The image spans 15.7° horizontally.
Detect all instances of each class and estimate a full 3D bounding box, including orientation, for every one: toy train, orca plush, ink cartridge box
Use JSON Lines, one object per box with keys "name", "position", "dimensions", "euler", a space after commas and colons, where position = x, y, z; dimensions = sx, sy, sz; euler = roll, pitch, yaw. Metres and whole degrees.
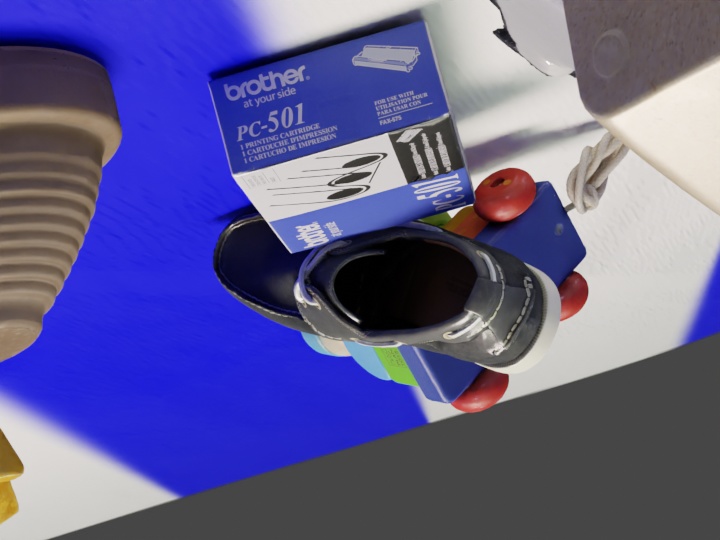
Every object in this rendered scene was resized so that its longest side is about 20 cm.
{"name": "toy train", "position": [0.063, -0.018, 1.371], "dimensions": [0.116, 0.085, 0.200], "euler": [8, -134, 48]}
{"name": "orca plush", "position": [0.095, -0.106, 0.955], "dimensions": [0.071, 0.105, 0.200], "euler": [-48, 165, -1]}
{"name": "ink cartridge box", "position": [-0.003, -0.055, 1.139], "dimensions": [0.094, 0.044, 0.200], "euler": [-15, 171, 2]}

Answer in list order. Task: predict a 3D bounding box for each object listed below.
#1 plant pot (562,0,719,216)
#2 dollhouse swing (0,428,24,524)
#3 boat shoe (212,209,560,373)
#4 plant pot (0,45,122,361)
{"name": "plant pot", "position": [0.156, -0.113, 0.708], "dimensions": [0.177, 0.200, 0.200], "euler": [6, 158, -38]}
{"name": "dollhouse swing", "position": [-0.285, 0.088, 1.147], "dimensions": [0.176, 0.182, 0.200], "euler": [-34, 180, -30]}
{"name": "boat shoe", "position": [0.000, 0.000, 1.256], "dimensions": [0.200, 0.072, 0.068], "euler": [13, 179, 40]}
{"name": "plant pot", "position": [-0.179, -0.006, 0.983], "dimensions": [0.200, 0.093, 0.201], "euler": [-16, 171, -3]}
